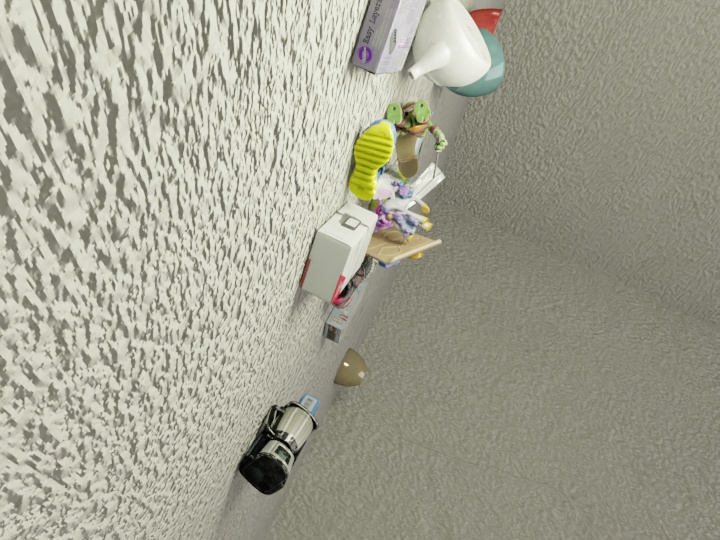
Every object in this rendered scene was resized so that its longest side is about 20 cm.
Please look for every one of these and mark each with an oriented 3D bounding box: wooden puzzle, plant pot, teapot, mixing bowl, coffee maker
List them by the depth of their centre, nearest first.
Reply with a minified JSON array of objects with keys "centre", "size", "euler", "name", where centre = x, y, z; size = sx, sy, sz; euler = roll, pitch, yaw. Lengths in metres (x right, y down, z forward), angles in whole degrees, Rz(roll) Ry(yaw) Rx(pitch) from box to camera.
[{"centre":[0.179,-0.475,1.216],"size":[0.145,0.200,0.199],"euler":[-28,150,32],"name":"teapot"},{"centre":[0.080,-0.057,1.452],"size":[0.184,0.199,0.047],"euler":[-20,116,-36],"name":"wooden puzzle"},{"centre":[-0.217,0.473,1.468],"size":[0.200,0.133,0.194],"euler":[-54,167,-56],"name":"coffee maker"},{"centre":[0.322,-0.620,1.726],"size":[0.134,0.201,0.201],"euler":[-30,157,-25],"name":"plant pot"},{"centre":[0.374,-0.759,1.822],"size":[0.200,0.107,0.203],"euler":[22,90,-86],"name":"mixing bowl"},{"centre":[-0.039,0.528,2.960],"size":[0.201,0.133,0.202],"euler":[90,26,-75],"name":"plant pot"}]

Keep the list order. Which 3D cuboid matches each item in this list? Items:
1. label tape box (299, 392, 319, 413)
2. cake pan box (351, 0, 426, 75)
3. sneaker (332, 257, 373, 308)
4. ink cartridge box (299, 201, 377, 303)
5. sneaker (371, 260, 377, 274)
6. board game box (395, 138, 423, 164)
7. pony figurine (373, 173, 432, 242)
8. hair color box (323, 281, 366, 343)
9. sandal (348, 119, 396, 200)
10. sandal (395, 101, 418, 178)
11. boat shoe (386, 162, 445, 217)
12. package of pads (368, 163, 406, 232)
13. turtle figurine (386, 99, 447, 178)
[{"centre":[-0.220,0.558,2.006],"size":[0.144,0.065,0.202],"euler":[-56,170,-53],"name":"label tape box"},{"centre":[0.061,-0.417,0.907],"size":[0.186,0.052,0.200],"euler":[-67,173,26],"name":"cake pan box"},{"centre":[-0.022,0.016,1.606],"size":[0.202,0.080,0.075],"euler":[-64,171,-8],"name":"sneaker"},{"centre":[-0.043,-0.045,1.230],"size":[0.200,0.082,0.147],"euler":[-54,166,-60],"name":"ink cartridge box"},{"centre":[0.000,0.000,1.720],"size":[0.202,0.080,0.076],"euler":[-63,174,-6],"name":"sneaker"},{"centre":[0.142,-0.328,1.826],"size":[0.200,0.041,0.202],"euler":[89,26,-73],"name":"board game box"},{"centre":[0.076,-0.163,1.445],"size":[0.192,0.199,0.168],"euler":[-31,156,-49],"name":"pony figurine"},{"centre":[-0.050,0.127,1.844],"size":[0.100,0.060,0.201],"euler":[104,12,-55],"name":"hair color box"},{"centre":[0.027,-0.241,1.169],"size":[0.088,0.079,0.201],"euler":[-65,-178,-34],"name":"sandal"},{"centre":[0.115,-0.354,1.493],"size":[0.070,0.076,0.214],"euler":[-116,-164,-49],"name":"sandal"},{"centre":[0.139,-0.216,1.556],"size":[0.199,0.066,0.074],"euler":[-39,180,3],"name":"boat shoe"},{"centre":[0.076,-0.200,1.655],"size":[0.155,0.067,0.202],"euler":[-52,162,-62],"name":"package of pads"},{"centre":[0.127,-0.313,1.342],"size":[0.202,0.143,0.194],"euler":[-59,164,2],"name":"turtle figurine"}]
